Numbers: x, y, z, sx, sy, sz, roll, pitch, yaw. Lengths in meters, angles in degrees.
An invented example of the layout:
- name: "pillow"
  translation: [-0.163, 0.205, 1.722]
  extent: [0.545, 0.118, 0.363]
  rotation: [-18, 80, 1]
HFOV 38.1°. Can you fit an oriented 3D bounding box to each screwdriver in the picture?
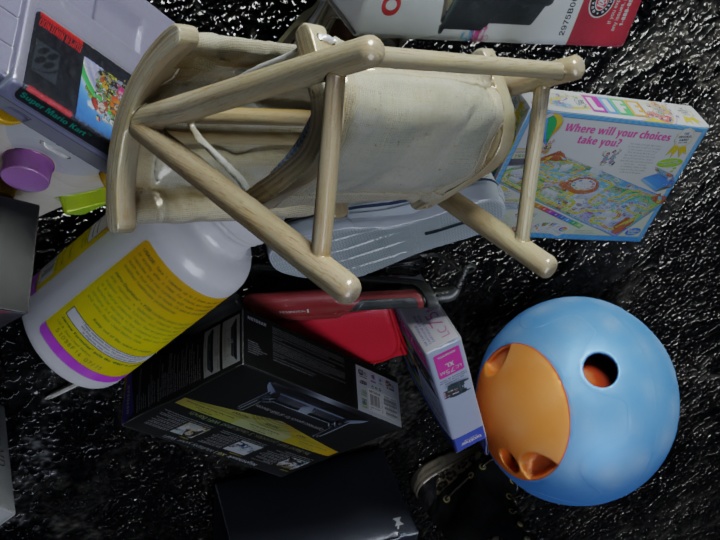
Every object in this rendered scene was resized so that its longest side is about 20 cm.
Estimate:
- name: "screwdriver"
  translation: [-0.187, 0.073, 0.904]
  extent: [0.198, 0.029, 0.028]
  rotation: [-29, 138, 2]

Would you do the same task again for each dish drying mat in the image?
- name: "dish drying mat"
  translation: [-0.061, 0.071, 0.927]
  extent: [0.197, 0.018, 0.077]
  rotation: [-11, 137, 10]

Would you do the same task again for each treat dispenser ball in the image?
- name: "treat dispenser ball"
  translation: [0.211, 0.128, 1.026]
  extent: [0.198, 0.202, 0.203]
  rotation: [-14, 137, -13]

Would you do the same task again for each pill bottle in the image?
- name: "pill bottle"
  translation: [-0.151, -0.004, 0.770]
  extent: [0.199, 0.105, 0.104]
  rotation: [-35, 138, 23]

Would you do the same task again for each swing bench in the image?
- name: "swing bench"
  translation: [-0.010, -0.072, 0.604]
  extent: [0.197, 0.198, 0.132]
  rotation: [-8, 108, -48]

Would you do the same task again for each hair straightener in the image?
- name: "hair straightener"
  translation: [0.000, 0.000, 0.885]
  extent: [0.196, 0.078, 0.041]
  rotation: [-6, 137, 10]

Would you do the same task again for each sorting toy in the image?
- name: "sorting toy"
  translation: [-0.243, -0.081, 0.691]
  extent: [0.178, 0.108, 0.199]
  rotation: [-25, 142, 29]

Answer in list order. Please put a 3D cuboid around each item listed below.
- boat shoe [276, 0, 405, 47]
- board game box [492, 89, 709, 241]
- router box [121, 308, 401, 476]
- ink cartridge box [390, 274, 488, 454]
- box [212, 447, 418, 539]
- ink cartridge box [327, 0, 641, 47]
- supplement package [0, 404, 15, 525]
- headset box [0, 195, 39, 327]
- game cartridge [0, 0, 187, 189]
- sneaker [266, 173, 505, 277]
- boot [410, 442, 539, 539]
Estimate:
- name: "boat shoe"
  translation: [0.008, -0.180, 0.716]
  extent: [0.074, 0.069, 0.201]
  rotation: [15, 124, -37]
- name: "board game box"
  translation: [0.197, -0.090, 0.926]
  extent: [0.197, 0.034, 0.136]
  rotation: [1, 131, -27]
- name: "router box"
  translation: [-0.084, 0.115, 0.920]
  extent: [0.156, 0.053, 0.199]
  rotation: [-27, 142, 32]
- name: "ink cartridge box"
  translation: [0.068, 0.085, 0.974]
  extent: [0.042, 0.120, 0.201]
  rotation: [-27, 139, -4]
- name: "box"
  translation: [-0.057, 0.316, 1.146]
  extent: [0.193, 0.118, 0.202]
  rotation: [-9, 137, -18]
- name: "ink cartridge box"
  translation: [0.084, -0.218, 0.624]
  extent: [0.197, 0.083, 0.147]
  rotation: [-4, 132, -25]
- name: "supplement package"
  translation: [-0.384, 0.140, 0.807]
  extent: [0.117, 0.118, 0.200]
  rotation: [-35, 138, 10]
- name: "headset box"
  translation: [-0.304, -0.004, 0.662]
  extent: [0.147, 0.076, 0.199]
  rotation: [13, 159, -35]
- name: "game cartridge"
  translation: [-0.158, -0.126, 0.643]
  extent: [0.038, 0.131, 0.199]
  rotation: [-24, 143, 29]
- name: "sneaker"
  translation: [0.017, -0.048, 0.854]
  extent: [0.197, 0.072, 0.074]
  rotation: [-13, 145, -6]
- name: "boot"
  translation: [0.169, 0.257, 1.173]
  extent: [0.197, 0.152, 0.074]
  rotation: [-21, 139, -5]
